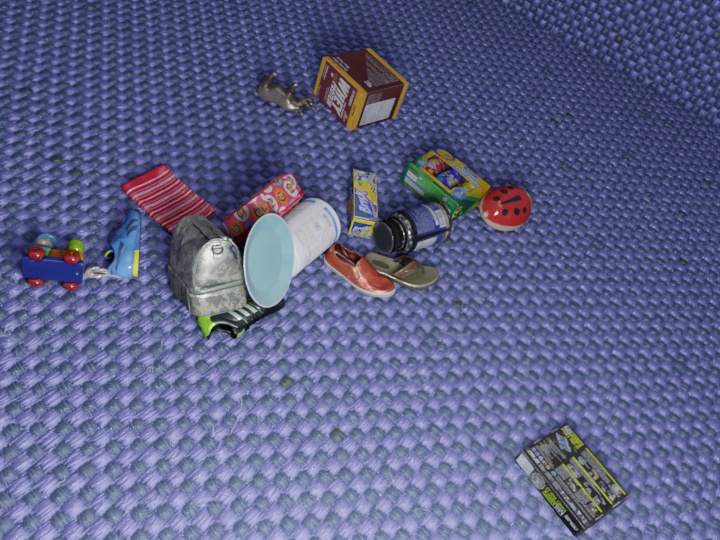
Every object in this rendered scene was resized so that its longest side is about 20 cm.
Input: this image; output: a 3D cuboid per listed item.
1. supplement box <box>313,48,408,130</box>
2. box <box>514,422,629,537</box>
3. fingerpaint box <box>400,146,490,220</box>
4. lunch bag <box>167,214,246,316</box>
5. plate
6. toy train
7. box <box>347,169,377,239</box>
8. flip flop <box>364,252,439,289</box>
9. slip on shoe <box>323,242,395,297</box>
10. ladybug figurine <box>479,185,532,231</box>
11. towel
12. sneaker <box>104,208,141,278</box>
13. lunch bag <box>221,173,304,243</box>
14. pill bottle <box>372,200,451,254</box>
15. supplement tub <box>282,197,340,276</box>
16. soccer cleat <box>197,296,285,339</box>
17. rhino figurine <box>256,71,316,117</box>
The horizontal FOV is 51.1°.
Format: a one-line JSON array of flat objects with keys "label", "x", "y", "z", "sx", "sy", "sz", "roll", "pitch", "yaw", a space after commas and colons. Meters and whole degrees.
[{"label": "supplement box", "x": -0.001, "y": -0.564, "z": 2.333, "sx": 0.199, "sy": 0.133, "sz": 0.197, "roll": -24, "pitch": 60, "yaw": -37}, {"label": "box", "x": 0.452, "y": 0.443, "z": 1.614, "sx": 0.159, "sy": 0.044, "sz": 0.200, "roll": -19, "pitch": 57, "yaw": -35}, {"label": "fingerpaint box", "x": 0.246, "y": -0.253, "z": 2.176, "sx": 0.200, "sy": 0.074, "sz": 0.166, "roll": 43, "pitch": 47, "yaw": 20}, {"label": "lunch bag", "x": -0.329, "y": -0.017, "z": 1.610, "sx": 0.138, "sy": 0.169, "sz": 0.200, "roll": -14, "pitch": 28, "yaw": -25}, {"label": "plate", "x": -0.202, "y": -0.022, "z": 1.619, "sx": 0.025, "sy": 0.202, "sz": 0.201, "roll": 4, "pitch": 38, "yaw": 25}, {"label": "toy train", "x": -0.611, "y": -0.023, "z": 1.618, "sx": 0.198, "sy": 0.085, "sz": 0.116, "roll": 7, "pitch": 33, "yaw": -16}, {"label": "box", "x": 0.005, "y": -0.179, "z": 2.017, "sx": 0.069, "sy": 0.065, "sz": 0.201, "roll": 11, "pitch": 46, "yaw": -12}, {"label": "flip flop", "x": 0.105, "y": -0.009, "z": 1.898, "sx": 0.198, "sy": 0.058, "sz": 0.082, "roll": 17, "pitch": 44, "yaw": -5}, {"label": "slip on shoe", "x": 0.000, "y": 0.000, "z": 1.846, "sx": 0.199, "sy": 0.061, "sz": 0.074, "roll": 33, "pitch": 43, "yaw": 9}, {"label": "ladybug figurine", "x": 0.424, "y": -0.185, "z": 2.167, "sx": 0.199, "sy": 0.072, "sz": 0.136, "roll": -24, "pitch": 77, "yaw": -37}, {"label": "towel", "x": -0.471, "y": -0.175, "z": 1.854, "sx": 0.200, "sy": 0.023, "sz": 0.144, "roll": 39, "pitch": 47, "yaw": 16}, {"label": "sneaker", "x": -0.532, "y": -0.067, "z": 1.694, "sx": 0.078, "sy": 0.066, "sz": 0.201, "roll": 2, "pitch": 47, "yaw": -14}, {"label": "lunch bag", "x": -0.243, "y": -0.145, "z": 1.816, "sx": 0.082, "sy": 0.175, "sz": 0.200, "roll": 55, "pitch": 37, "yaw": -8}, {"label": "pill bottle", "x": 0.134, "y": -0.108, "z": 1.965, "sx": 0.199, "sy": 0.112, "sz": 0.112, "roll": -18, "pitch": 56, "yaw": -34}, {"label": "supplement tub", "x": -0.151, "y": -0.078, "z": 1.809, "sx": 0.131, "sy": 0.133, "sz": 0.200, "roll": 36, "pitch": 46, "yaw": 14}, {"label": "soccer cleat", "x": -0.255, "y": 0.104, "z": 1.649, "sx": 0.198, "sy": 0.068, "sz": 0.082, "roll": -11, "pitch": 62, "yaw": -22}, {"label": "rhino figurine", "x": -0.220, "y": -0.520, "z": 2.253, "sx": 0.199, "sy": 0.060, "sz": 0.088, "roll": 27, "pitch": 63, "yaw": 3}]
